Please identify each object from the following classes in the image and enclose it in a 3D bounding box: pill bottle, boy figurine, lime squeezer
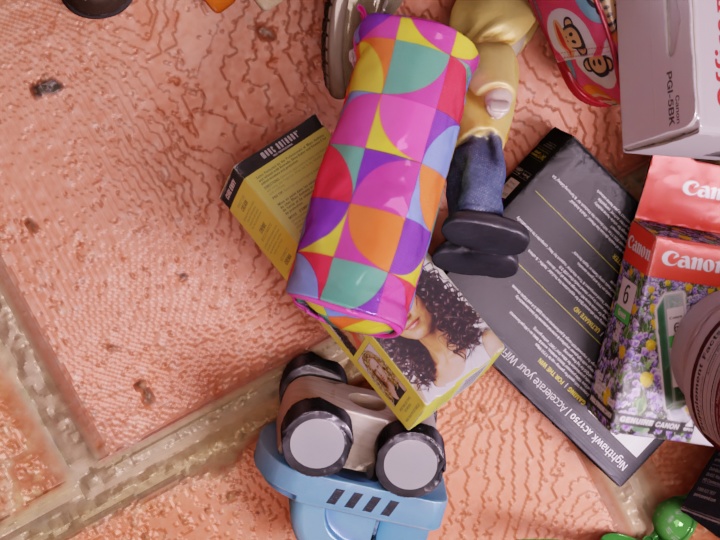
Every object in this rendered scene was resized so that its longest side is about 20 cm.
[{"bbox_3d":[0.267,0.077,1.366,0.112,0.200,0.114,-4,106,-14],"label":"pill bottle"},{"bbox_3d":[0.081,-0.095,1.454,0.064,0.125,0.201,9,60,-3],"label":"boy figurine"},{"bbox_3d":[0.199,0.170,1.555,0.199,0.038,0.071,-25,111,-13],"label":"lime squeezer"}]

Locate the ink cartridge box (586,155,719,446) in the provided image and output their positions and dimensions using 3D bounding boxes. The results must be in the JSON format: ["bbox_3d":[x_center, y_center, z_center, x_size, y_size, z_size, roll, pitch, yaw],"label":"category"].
[{"bbox_3d":[0.227,0.012,1.472,0.108,0.050,0.202,9,103,-16],"label":"ink cartridge box"}]

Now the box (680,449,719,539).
[{"bbox_3d":[0.342,0.126,1.517,0.148,0.107,0.201,35,81,-17],"label":"box"}]

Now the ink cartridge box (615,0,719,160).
[{"bbox_3d":[0.261,-0.144,1.402,0.199,0.083,0.148,3,82,-29],"label":"ink cartridge box"}]

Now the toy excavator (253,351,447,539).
[{"bbox_3d":[0.012,0.178,1.512,0.193,0.100,0.201,14,110,-9],"label":"toy excavator"}]

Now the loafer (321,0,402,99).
[{"bbox_3d":[0.021,-0.206,1.447,0.068,0.076,0.202,13,97,-5],"label":"loafer"}]

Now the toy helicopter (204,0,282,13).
[{"bbox_3d":[-0.083,-0.212,1.365,0.079,0.200,0.133,-35,117,2],"label":"toy helicopter"}]

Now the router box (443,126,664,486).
[{"bbox_3d":[0.155,0.025,1.519,0.200,0.051,0.149,44,91,-15],"label":"router box"}]

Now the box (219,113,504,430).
[{"bbox_3d":[0.000,0.000,1.444,0.075,0.050,0.200,-35,79,-27],"label":"box"}]

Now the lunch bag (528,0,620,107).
[{"bbox_3d":[0.188,-0.223,1.457,0.175,0.082,0.201,-29,104,-23],"label":"lunch bag"}]

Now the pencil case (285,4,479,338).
[{"bbox_3d":[0.013,-0.060,1.378,0.088,0.088,0.202,17,78,-12],"label":"pencil case"}]

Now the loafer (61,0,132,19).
[{"bbox_3d":[-0.167,-0.259,1.409,0.072,0.071,0.202,-9,101,-8],"label":"loafer"}]
